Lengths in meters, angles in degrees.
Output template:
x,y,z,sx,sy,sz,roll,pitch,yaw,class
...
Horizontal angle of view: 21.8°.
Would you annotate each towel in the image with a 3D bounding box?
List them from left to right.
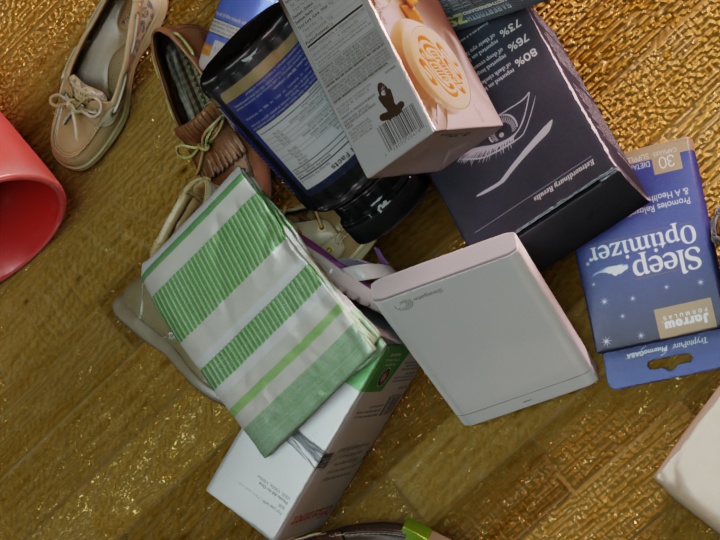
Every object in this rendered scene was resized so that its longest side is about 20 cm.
x,y,z,sx,sy,sz,roll,pitch,yaw,class
-0.088,0.033,1.591,0.152,0.023,0.201,-43,78,20,towel

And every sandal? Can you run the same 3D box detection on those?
x,y,z,sx,sy,sz,roll,pitch,yaw,class
0.003,0.002,1.644,0.202,0.082,0.050,29,92,-28,sandal

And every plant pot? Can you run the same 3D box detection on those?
x,y,z,sx,sy,sz,roll,pitch,yaw,class
-0.405,-0.092,1.774,0.200,0.200,0.178,-39,69,13,plant pot

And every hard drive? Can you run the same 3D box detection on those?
x,y,z,sx,sy,sz,roll,pitch,yaw,class
0.109,0.054,1.602,0.131,0.200,0.027,-20,47,16,hard drive

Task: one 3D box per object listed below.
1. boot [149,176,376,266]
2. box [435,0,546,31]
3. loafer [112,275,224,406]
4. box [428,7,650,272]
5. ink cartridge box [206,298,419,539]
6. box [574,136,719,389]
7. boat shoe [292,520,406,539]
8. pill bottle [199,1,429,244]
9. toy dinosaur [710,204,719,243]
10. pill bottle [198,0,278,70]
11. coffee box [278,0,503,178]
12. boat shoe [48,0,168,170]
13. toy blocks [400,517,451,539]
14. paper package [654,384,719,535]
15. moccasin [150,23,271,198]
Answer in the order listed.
x,y,z,sx,sy,sz,roll,pitch,yaw,class
-0.077,-0.046,1.677,0.200,0.155,0.073,-44,37,15,boot
0.093,-0.284,1.623,0.199,0.051,0.159,-16,49,32,box
-0.144,0.063,1.736,0.199,0.076,0.068,34,104,16,loafer
0.133,-0.112,1.616,0.147,0.104,0.201,-32,66,15,box
-0.036,0.130,1.662,0.084,0.146,0.201,33,98,15,ink cartridge box
0.252,-0.005,1.636,0.120,0.032,0.202,-13,85,17,box
-0.034,0.273,1.699,0.198,0.070,0.071,-15,83,15,boat shoe
-0.035,-0.123,1.596,0.112,0.112,0.200,-38,107,13,pill bottle
0.373,-0.018,1.538,0.200,0.135,0.103,53,126,54,toy dinosaur
-0.063,-0.257,1.682,0.111,0.112,0.202,22,96,17,pill bottle
0.019,-0.184,1.538,0.079,0.114,0.201,-33,76,31,coffee box
-0.251,-0.193,1.784,0.073,0.063,0.202,24,96,16,boat shoe
0.096,0.329,1.647,0.199,0.100,0.138,28,107,4,toy blocks
0.378,0.159,1.553,0.199,0.103,0.191,38,99,14,paper package
-0.141,-0.136,1.734,0.073,0.077,0.203,-22,82,32,moccasin
